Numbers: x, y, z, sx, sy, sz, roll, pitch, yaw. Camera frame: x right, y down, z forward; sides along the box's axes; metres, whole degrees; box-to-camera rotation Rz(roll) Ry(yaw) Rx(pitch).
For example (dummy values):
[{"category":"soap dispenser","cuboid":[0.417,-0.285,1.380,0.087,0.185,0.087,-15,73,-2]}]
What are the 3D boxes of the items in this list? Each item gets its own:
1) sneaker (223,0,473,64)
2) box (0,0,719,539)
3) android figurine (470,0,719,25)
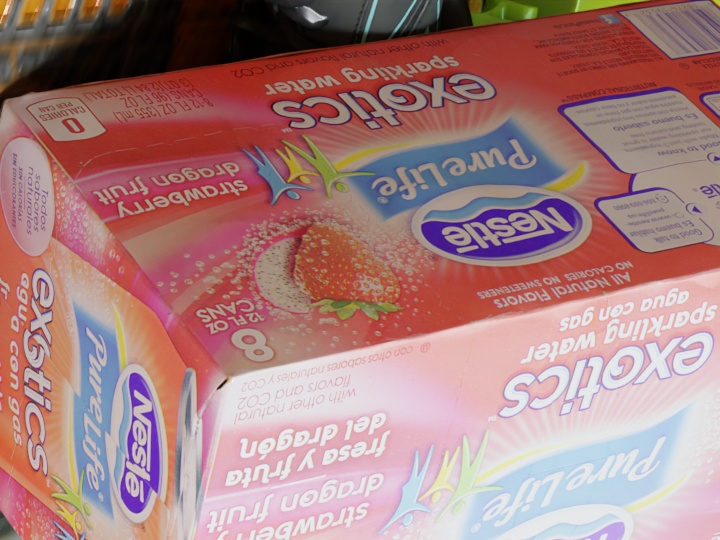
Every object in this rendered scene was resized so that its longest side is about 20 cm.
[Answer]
[{"category":"sneaker","cuboid":[-0.009,-0.076,0.678,0.079,0.075,0.201,-13,126,-49]},{"category":"box","cuboid":[0.021,0.013,0.645,0.199,0.103,0.095,-12,132,-33]},{"category":"android figurine","cuboid":[0.071,-0.028,0.867,0.182,0.041,0.201,9,97,-57]}]
